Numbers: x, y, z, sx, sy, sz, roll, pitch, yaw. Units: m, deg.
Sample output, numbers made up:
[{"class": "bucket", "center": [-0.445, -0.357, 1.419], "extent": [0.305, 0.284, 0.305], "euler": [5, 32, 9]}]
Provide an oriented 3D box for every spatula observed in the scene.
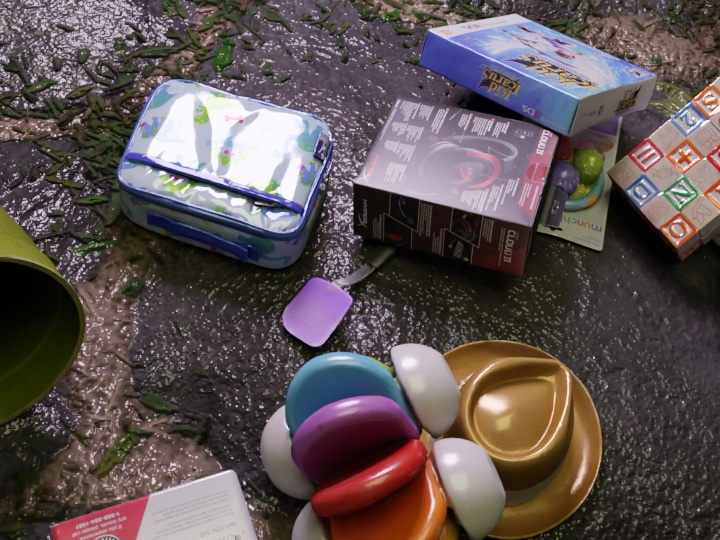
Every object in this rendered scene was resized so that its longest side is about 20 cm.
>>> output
[{"class": "spatula", "center": [0.000, 0.000, 0.955], "extent": [0.056, 0.021, 0.200], "euler": [28, 51, 26]}]

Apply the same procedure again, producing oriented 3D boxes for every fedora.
[{"class": "fedora", "center": [0.135, 0.134, 0.859], "extent": [0.199, 0.082, 0.202], "euler": [6, 57, -8]}]

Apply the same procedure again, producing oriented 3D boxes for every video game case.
[{"class": "video game case", "center": [0.197, -0.222, 1.061], "extent": [0.199, 0.046, 0.181], "euler": [33, 37, 29]}]

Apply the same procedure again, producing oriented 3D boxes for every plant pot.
[{"class": "plant pot", "center": [-0.356, 0.004, 0.798], "extent": [0.199, 0.201, 0.193], "euler": [-21, 51, -22]}]

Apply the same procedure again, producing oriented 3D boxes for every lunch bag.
[{"class": "lunch bag", "center": [-0.132, -0.096, 0.959], "extent": [0.198, 0.083, 0.162], "euler": [19, 59, 2]}]

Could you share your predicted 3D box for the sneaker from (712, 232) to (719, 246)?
[{"class": "sneaker", "center": [0.428, -0.104, 1.067], "extent": [0.081, 0.088, 0.201], "euler": [8, 58, -6]}]

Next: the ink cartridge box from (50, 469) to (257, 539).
[{"class": "ink cartridge box", "center": [-0.135, 0.272, 0.717], "extent": [0.146, 0.086, 0.201], "euler": [-12, 62, -19]}]

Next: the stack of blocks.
[{"class": "stack of blocks", "center": [0.379, -0.121, 1.021], "extent": [0.200, 0.059, 0.115], "euler": [-41, 65, 9]}]

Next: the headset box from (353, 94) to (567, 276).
[{"class": "headset box", "center": [0.108, -0.087, 0.973], "extent": [0.198, 0.075, 0.149], "euler": [14, 50, 12]}]

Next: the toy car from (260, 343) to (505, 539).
[{"class": "toy car", "center": [0.004, 0.150, 0.759], "extent": [0.174, 0.150, 0.201], "euler": [-27, 62, 8]}]

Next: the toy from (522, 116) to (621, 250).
[{"class": "toy", "center": [0.231, -0.128, 1.069], "extent": [0.114, 0.047, 0.201], "euler": [16, 56, 1]}]
